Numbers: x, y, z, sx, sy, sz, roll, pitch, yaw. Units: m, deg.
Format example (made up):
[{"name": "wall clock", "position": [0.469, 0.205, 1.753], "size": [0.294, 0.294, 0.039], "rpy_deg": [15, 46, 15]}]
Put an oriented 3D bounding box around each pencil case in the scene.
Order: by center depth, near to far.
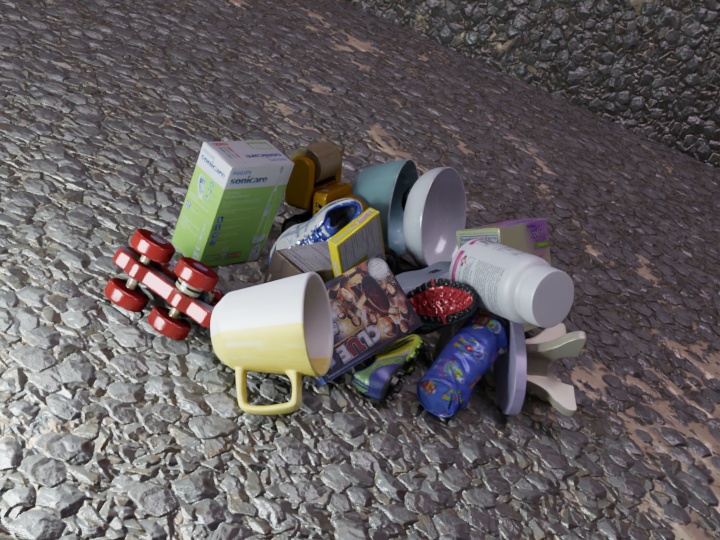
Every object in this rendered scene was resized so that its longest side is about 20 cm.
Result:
[{"name": "pencil case", "position": [0.170, 0.153, 1.631], "size": [0.087, 0.078, 0.200], "rpy_deg": [26, 45, 20]}]

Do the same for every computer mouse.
[{"name": "computer mouse", "position": [0.117, -0.087, 1.980], "size": [0.034, 0.201, 0.059], "rpy_deg": [7, 46, 29]}]

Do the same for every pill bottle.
[{"name": "pill bottle", "position": [0.249, 0.022, 1.658], "size": [0.113, 0.114, 0.200], "rpy_deg": [3, 12, -35]}]

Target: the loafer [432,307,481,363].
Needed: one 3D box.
[{"name": "loafer", "position": [0.178, 0.104, 1.758], "size": [0.063, 0.072, 0.201], "rpy_deg": [33, 50, -15]}]

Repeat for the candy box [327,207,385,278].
[{"name": "candy box", "position": [0.000, 0.000, 1.661], "size": [0.026, 0.201, 0.102], "rpy_deg": [28, 55, 32]}]

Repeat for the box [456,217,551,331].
[{"name": "box", "position": [0.273, 0.012, 1.870], "size": [0.096, 0.201, 0.175], "rpy_deg": [-1, 8, 40]}]

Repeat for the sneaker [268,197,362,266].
[{"name": "sneaker", "position": [-0.080, -0.064, 1.755], "size": [0.075, 0.200, 0.088], "rpy_deg": [48, -14, -7]}]

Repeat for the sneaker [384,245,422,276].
[{"name": "sneaker", "position": [0.038, -0.008, 1.848], "size": [0.091, 0.076, 0.200], "rpy_deg": [32, 0, 37]}]

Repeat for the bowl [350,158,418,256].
[{"name": "bowl", "position": [0.038, -0.127, 1.978], "size": [0.104, 0.202, 0.201], "rpy_deg": [11, 23, 18]}]

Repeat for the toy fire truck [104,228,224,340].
[{"name": "toy fire truck", "position": [-0.281, 0.021, 1.542], "size": [0.199, 0.113, 0.168], "rpy_deg": [32, 10, 12]}]

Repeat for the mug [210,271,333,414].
[{"name": "mug", "position": [-0.134, 0.094, 1.438], "size": [0.152, 0.150, 0.187], "rpy_deg": [-5, 34, 14]}]

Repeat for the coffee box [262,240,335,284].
[{"name": "coffee box", "position": [-0.069, 0.019, 1.690], "size": [0.080, 0.114, 0.199], "rpy_deg": [37, 31, 28]}]

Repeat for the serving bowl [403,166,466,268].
[{"name": "serving bowl", "position": [0.131, -0.098, 1.900], "size": [0.065, 0.201, 0.200], "rpy_deg": [7, 18, 29]}]

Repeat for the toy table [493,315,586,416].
[{"name": "toy table", "position": [0.297, 0.156, 1.694], "size": [0.116, 0.184, 0.201], "rpy_deg": [7, 60, -6]}]

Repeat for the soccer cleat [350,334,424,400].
[{"name": "soccer cleat", "position": [0.046, 0.144, 1.621], "size": [0.083, 0.065, 0.200], "rpy_deg": [21, 25, 13]}]

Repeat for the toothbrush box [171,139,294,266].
[{"name": "toothbrush box", "position": [-0.218, -0.114, 1.711], "size": [0.145, 0.201, 0.086], "rpy_deg": [-11, 44, -47]}]

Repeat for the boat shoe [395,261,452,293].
[{"name": "boat shoe", "position": [0.121, 0.047, 1.802], "size": [0.071, 0.091, 0.200], "rpy_deg": [12, 18, 35]}]

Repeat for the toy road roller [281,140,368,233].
[{"name": "toy road roller", "position": [-0.054, -0.131, 1.875], "size": [0.145, 0.201, 0.123], "rpy_deg": [14, 23, 25]}]

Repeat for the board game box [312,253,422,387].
[{"name": "board game box", "position": [-0.016, 0.076, 1.573], "size": [0.199, 0.035, 0.136], "rpy_deg": [-29, 86, -28]}]

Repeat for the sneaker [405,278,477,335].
[{"name": "sneaker", "position": [0.113, 0.066, 1.699], "size": [0.095, 0.199, 0.080], "rpy_deg": [18, 62, -59]}]
